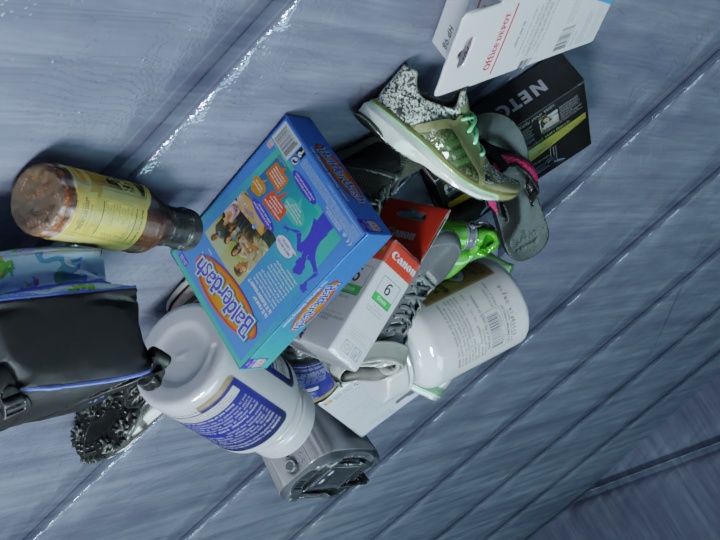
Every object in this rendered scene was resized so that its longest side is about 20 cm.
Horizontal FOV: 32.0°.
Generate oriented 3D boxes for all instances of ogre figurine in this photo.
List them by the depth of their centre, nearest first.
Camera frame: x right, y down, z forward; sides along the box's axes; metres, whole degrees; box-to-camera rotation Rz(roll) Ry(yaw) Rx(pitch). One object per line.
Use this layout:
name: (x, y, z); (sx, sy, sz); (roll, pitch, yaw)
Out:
ogre figurine: (0.048, -0.023, 1.431); (0.120, 0.199, 0.099); (16, 85, -48)

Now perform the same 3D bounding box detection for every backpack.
backpack: (-0.297, 0.061, 1.072); (0.183, 0.148, 0.200); (-9, 170, -42)

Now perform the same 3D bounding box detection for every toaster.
toaster: (-0.062, 0.245, 1.776); (0.114, 0.129, 0.200); (-42, 155, 21)

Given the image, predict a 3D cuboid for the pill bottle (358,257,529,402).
pill bottle: (0.089, 0.073, 1.473); (0.199, 0.115, 0.115); (-25, 155, -23)

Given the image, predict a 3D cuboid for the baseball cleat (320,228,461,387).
baseball cleat: (0.044, 0.048, 1.333); (0.200, 0.107, 0.070); (-43, 138, 9)

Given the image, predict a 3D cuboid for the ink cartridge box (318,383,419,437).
ink cartridge box: (0.041, 0.133, 1.680); (0.198, 0.043, 0.200); (-36, 154, 2)

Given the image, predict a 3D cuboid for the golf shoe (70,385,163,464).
golf shoe: (-0.245, 0.152, 1.427); (0.200, 0.078, 0.094); (-42, 156, 20)

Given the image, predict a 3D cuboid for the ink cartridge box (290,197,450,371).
ink cartridge box: (0.000, 0.000, 1.310); (0.050, 0.109, 0.200); (41, 74, -36)

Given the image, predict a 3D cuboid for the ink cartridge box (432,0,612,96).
ink cartridge box: (0.144, -0.249, 1.177); (0.199, 0.067, 0.116); (-23, 154, -26)

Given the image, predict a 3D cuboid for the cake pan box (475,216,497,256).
cake pan box: (0.094, 0.022, 1.655); (0.200, 0.052, 0.184); (-30, 158, -8)

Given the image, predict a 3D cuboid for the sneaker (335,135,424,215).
sneaker: (0.009, -0.073, 1.282); (0.199, 0.114, 0.076); (-22, 156, -30)

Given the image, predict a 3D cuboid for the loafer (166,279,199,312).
loafer: (-0.116, 0.007, 1.322); (0.200, 0.063, 0.072); (-35, 159, 12)

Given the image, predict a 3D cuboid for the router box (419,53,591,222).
router box: (0.164, -0.141, 1.427); (0.200, 0.052, 0.157); (-33, 156, -1)

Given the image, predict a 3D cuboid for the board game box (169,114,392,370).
board game box: (-0.081, -0.025, 1.206); (0.200, 0.152, 0.045); (-45, 155, 26)

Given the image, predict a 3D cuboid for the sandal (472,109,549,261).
sandal: (0.163, -0.089, 1.352); (0.075, 0.045, 0.200); (-31, 122, -4)

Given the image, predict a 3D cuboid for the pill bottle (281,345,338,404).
pill bottle: (-0.072, 0.073, 1.456); (0.112, 0.112, 0.200); (-27, 156, -16)

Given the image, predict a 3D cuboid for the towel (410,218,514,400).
towel: (0.087, 0.049, 1.562); (0.149, 0.031, 0.200); (27, 95, -26)

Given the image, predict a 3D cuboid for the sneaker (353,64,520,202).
sneaker: (0.094, -0.136, 1.250); (0.200, 0.077, 0.089); (28, 103, -29)

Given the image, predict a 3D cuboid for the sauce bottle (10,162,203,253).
sauce bottle: (-0.215, -0.049, 1.099); (0.066, 0.066, 0.200); (-42, 157, 18)

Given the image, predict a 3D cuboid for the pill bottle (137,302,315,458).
pill bottle: (-0.136, 0.127, 1.343); (0.120, 0.120, 0.200); (-37, 140, 8)
